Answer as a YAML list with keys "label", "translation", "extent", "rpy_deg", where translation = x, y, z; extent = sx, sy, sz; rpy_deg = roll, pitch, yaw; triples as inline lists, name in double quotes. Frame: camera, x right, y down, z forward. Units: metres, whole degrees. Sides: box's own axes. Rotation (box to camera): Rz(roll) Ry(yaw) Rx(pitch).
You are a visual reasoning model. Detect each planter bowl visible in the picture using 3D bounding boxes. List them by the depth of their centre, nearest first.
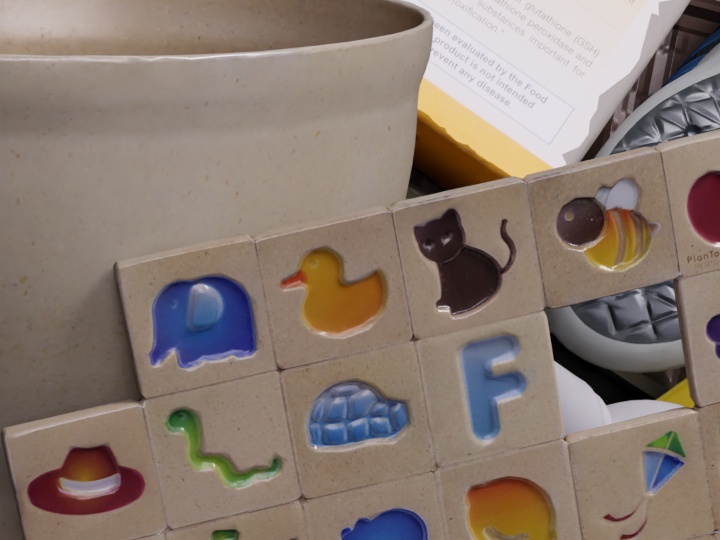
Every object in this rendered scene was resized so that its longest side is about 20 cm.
- label: "planter bowl"
  translation: [-0.083, -0.003, 0.783]
  extent: [0.200, 0.200, 0.135]
  rpy_deg: [0, 101, -9]

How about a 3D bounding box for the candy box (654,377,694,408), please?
- label: "candy box"
  translation: [0.164, -0.001, 0.862]
  extent: [0.200, 0.102, 0.026]
  rpy_deg: [-37, 83, 24]

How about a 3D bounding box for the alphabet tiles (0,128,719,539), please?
- label: "alphabet tiles"
  translation: [0.020, 0.063, 0.724]
  extent: [0.200, 0.008, 0.167]
  rpy_deg: [-12, 108, -8]

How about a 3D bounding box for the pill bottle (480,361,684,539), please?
- label: "pill bottle"
  translation: [0.090, 0.108, 0.817]
  extent: [0.200, 0.112, 0.112]
  rpy_deg: [38, 72, -24]

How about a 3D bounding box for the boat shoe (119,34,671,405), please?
- label: "boat shoe"
  translation: [0.000, -0.001, 0.912]
  extent: [0.201, 0.074, 0.063]
  rpy_deg: [29, 100, -8]

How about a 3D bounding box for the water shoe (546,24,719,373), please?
- label: "water shoe"
  translation: [0.121, -0.035, 0.922]
  extent: [0.071, 0.079, 0.200]
  rpy_deg: [36, 65, 7]

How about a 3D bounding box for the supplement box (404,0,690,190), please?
- label: "supplement box"
  translation: [0.057, -0.129, 0.934]
  extent: [0.126, 0.074, 0.200]
  rpy_deg: [35, 82, 1]
